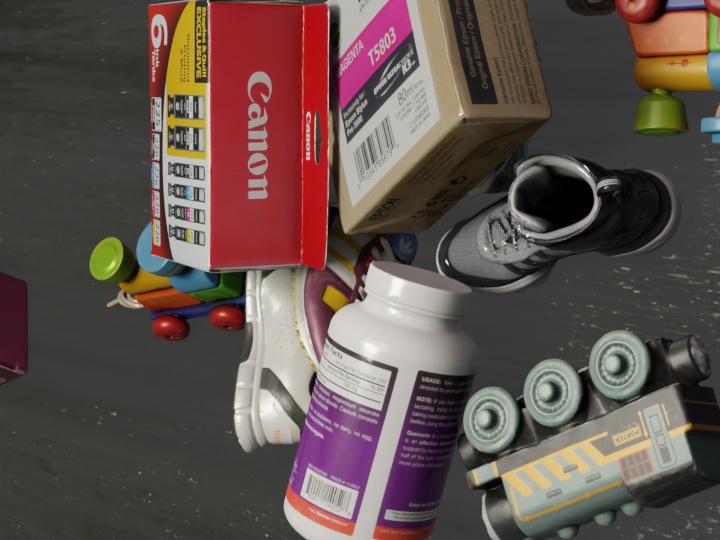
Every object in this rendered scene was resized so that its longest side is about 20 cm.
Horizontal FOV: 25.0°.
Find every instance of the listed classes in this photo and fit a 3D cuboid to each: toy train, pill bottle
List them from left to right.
[{"bbox_3d":[-0.191,0.006,1.409,0.199,0.115,0.085,-10,66,37],"label":"toy train"},{"bbox_3d":[0.019,0.100,1.173,0.112,0.112,0.202,23,102,43],"label":"pill bottle"},{"bbox_3d":[0.156,0.117,1.103,0.199,0.085,0.115,-27,67,30],"label":"toy train"},{"bbox_3d":[0.211,-0.148,1.158,0.199,0.084,0.117,4,91,42],"label":"toy train"}]

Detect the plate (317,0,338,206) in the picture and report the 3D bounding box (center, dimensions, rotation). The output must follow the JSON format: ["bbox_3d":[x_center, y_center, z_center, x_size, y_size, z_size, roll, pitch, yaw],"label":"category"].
[{"bbox_3d":[0.002,-0.150,1.330,0.200,0.032,0.199,-41,46,-10],"label":"plate"}]

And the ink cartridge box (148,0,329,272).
[{"bbox_3d":[-0.095,-0.104,1.233,0.175,0.083,0.202,12,104,62],"label":"ink cartridge box"}]

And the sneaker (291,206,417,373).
[{"bbox_3d":[0.000,0.000,1.269,0.089,0.075,0.201,-14,55,17],"label":"sneaker"}]

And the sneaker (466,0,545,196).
[{"bbox_3d":[0.101,-0.155,1.238,0.077,0.086,0.202,10,94,51],"label":"sneaker"}]

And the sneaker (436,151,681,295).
[{"bbox_3d":[0.120,-0.037,1.163,0.199,0.113,0.076,-15,72,34],"label":"sneaker"}]

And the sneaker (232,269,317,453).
[{"bbox_3d":[-0.055,0.053,1.322,0.079,0.074,0.202,-3,64,10],"label":"sneaker"}]

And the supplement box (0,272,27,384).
[{"bbox_3d":[-0.438,0.069,1.582,0.199,0.131,0.104,-22,60,31],"label":"supplement box"}]

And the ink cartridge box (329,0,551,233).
[{"bbox_3d":[0.041,-0.138,1.145,0.200,0.074,0.166,-44,55,57],"label":"ink cartridge box"}]
